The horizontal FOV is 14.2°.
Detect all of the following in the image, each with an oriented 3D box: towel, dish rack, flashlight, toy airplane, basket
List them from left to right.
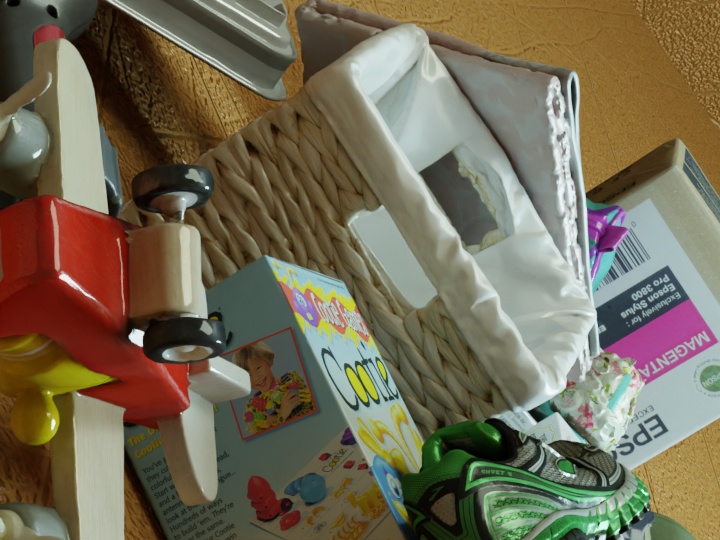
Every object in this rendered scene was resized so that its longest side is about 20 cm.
[{"bbox_3d":[-0.149,-0.095,1.390,0.068,0.068,0.200,49,16,-41],"label":"flashlight"},{"bbox_3d":[-0.118,0.029,1.136,0.200,0.141,0.199,-95,179,-63],"label":"toy airplane"},{"bbox_3d":[-0.118,-0.183,1.571,0.200,0.044,0.172,31,18,-27],"label":"dish rack"},{"bbox_3d":[0.000,0.000,1.496,0.198,0.161,0.200,58,14,-3],"label":"basket"},{"bbox_3d":[0.050,-0.047,1.638,0.032,0.191,0.200,-36,131,-38],"label":"towel"}]

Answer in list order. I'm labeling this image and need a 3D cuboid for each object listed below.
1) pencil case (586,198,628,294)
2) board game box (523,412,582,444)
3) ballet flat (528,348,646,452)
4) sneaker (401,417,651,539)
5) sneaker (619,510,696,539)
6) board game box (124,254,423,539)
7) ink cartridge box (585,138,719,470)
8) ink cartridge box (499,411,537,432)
[{"bbox_3d":[0.065,-0.046,1.793,0.200,0.092,0.085,29,55,5],"label":"pencil case"},{"bbox_3d":[0.058,0.165,1.408,0.034,0.134,0.200,51,16,-24],"label":"board game box"},{"bbox_3d":[0.114,0.064,1.758,0.076,0.064,0.200,45,-10,-27],"label":"ballet flat"},{"bbox_3d":[0.074,0.098,1.297,0.085,0.078,0.200,59,14,4],"label":"sneaker"},{"bbox_3d":[0.105,0.208,1.452,0.090,0.200,0.067,33,-11,-15],"label":"sneaker"},{"bbox_3d":[-0.023,0.109,1.315,0.200,0.105,0.103,64,15,16],"label":"board game box"},{"bbox_3d":[0.166,0.037,1.880,0.165,0.200,0.075,55,15,-10],"label":"ink cartridge box"},{"bbox_3d":[0.084,0.098,1.705,0.200,0.044,0.174,48,2,-37],"label":"ink cartridge box"}]
